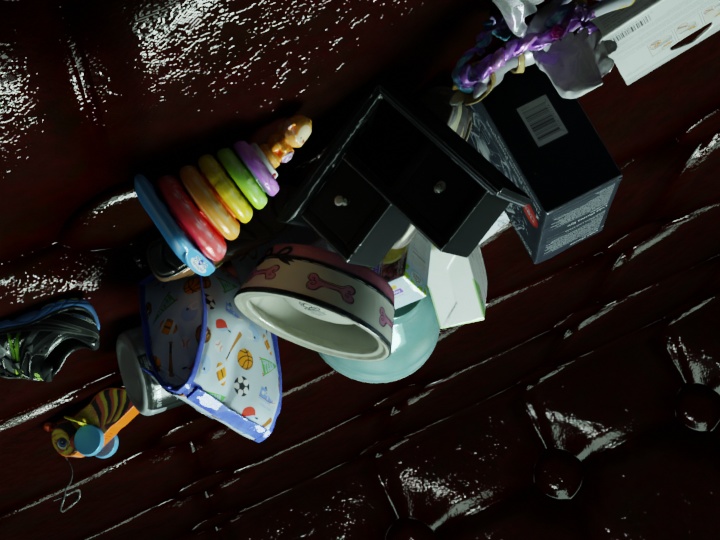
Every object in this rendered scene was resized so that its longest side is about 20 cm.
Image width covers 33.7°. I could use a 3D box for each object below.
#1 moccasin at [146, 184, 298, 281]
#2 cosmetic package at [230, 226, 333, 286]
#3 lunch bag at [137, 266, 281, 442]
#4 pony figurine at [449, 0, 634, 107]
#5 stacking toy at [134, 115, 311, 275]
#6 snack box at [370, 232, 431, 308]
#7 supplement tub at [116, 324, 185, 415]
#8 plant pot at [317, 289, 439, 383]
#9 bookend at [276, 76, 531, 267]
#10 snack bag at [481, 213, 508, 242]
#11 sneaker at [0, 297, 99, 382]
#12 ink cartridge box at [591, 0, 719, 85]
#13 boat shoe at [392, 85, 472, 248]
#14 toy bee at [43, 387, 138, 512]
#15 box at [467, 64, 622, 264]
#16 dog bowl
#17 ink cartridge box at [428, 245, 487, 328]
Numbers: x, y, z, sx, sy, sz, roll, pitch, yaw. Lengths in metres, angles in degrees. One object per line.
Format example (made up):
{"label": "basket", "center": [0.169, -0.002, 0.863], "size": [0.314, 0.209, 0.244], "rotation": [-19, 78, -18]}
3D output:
{"label": "moccasin", "center": [-0.155, -0.042, 1.412], "size": [0.200, 0.074, 0.078], "rotation": [-31, 176, 3]}
{"label": "cosmetic package", "center": [-0.062, -0.046, 1.526], "size": [0.199, 0.072, 0.101], "rotation": [-33, 160, 21]}
{"label": "lunch bag", "center": [-0.186, 0.104, 1.485], "size": [0.123, 0.201, 0.170], "rotation": [-33, 137, 18]}
{"label": "pony figurine", "center": [0.193, -0.249, 1.235], "size": [0.199, 0.167, 0.193], "rotation": [-34, 176, -32]}
{"label": "stacking toy", "center": [-0.130, -0.098, 1.274], "size": [0.199, 0.110, 0.116], "rotation": [-37, 160, -2]}
{"label": "snack box", "center": [0.000, 0.000, 1.565], "size": [0.199, 0.143, 0.053], "rotation": [-24, 129, 33]}
{"label": "supplement tub", "center": [-0.230, 0.116, 1.662], "size": [0.198, 0.123, 0.123], "rotation": [-17, 160, -27]}
{"label": "plant pot", "center": [0.026, 0.041, 1.696], "size": [0.198, 0.202, 0.135], "rotation": [-21, 158, -16]}
{"label": "bookend", "center": [0.045, -0.069, 1.317], "size": [0.201, 0.199, 0.092], "rotation": [-52, 155, 15]}
{"label": "snack bag", "center": [0.179, -0.085, 1.839], "size": [0.199, 0.022, 0.188], "rotation": [-4, 152, -50]}
{"label": "sneaker", "center": [-0.408, 0.102, 1.438], "size": [0.198, 0.083, 0.071], "rotation": [-24, 162, -8]}
{"label": "ink cartridge box", "center": [0.382, -0.317, 1.434], "size": [0.199, 0.045, 0.176], "rotation": [-31, 161, 15]}
{"label": "boat shoe", "center": [0.083, -0.115, 1.406], "size": [0.073, 0.074, 0.202], "rotation": [9, 111, -47]}
{"label": "toy bee", "center": [-0.430, 0.247, 1.820], "size": [0.200, 0.108, 0.131], "rotation": [-47, 161, -21]}
{"label": "box", "center": [0.214, -0.139, 1.442], "size": [0.103, 0.201, 0.182], "rotation": [-26, 162, -4]}
{"label": "dog bowl", "center": [-0.047, 0.036, 1.420], "size": [0.198, 0.074, 0.200], "rotation": [18, 162, 6]}
{"label": "ink cartridge box", "center": [0.135, -0.008, 1.697], "size": [0.067, 0.118, 0.200], "rotation": [-14, -166, 12]}
